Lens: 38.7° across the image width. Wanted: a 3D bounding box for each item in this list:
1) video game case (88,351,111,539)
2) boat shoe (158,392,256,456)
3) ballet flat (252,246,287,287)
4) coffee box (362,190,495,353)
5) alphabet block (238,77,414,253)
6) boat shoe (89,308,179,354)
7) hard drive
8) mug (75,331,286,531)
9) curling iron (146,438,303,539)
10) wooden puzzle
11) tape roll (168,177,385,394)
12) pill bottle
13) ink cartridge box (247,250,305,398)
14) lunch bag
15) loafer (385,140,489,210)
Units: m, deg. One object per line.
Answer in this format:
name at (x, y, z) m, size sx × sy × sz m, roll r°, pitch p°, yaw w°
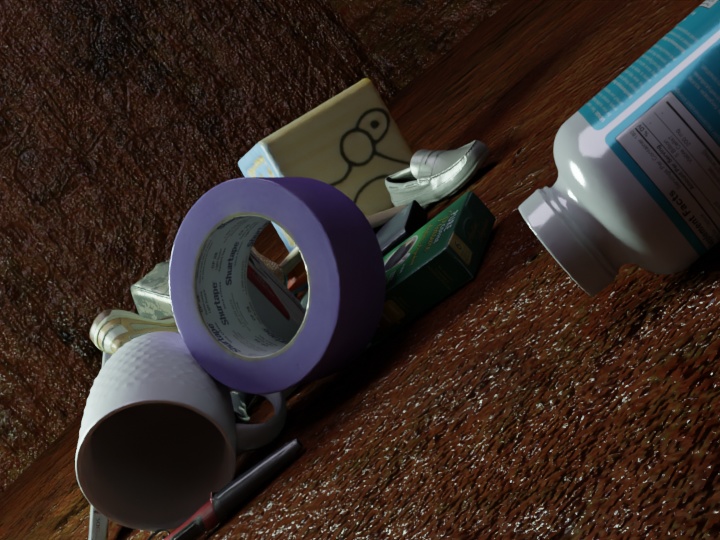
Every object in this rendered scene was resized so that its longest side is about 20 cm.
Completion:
video game case at (-0.312, 0.211, 1.251) m, size 0.200 × 0.023 × 0.184 m, roll -132°, pitch 47°, yaw -71°
boat shoe at (-0.155, 0.177, 1.154) m, size 0.062 × 0.073 × 0.200 m, roll 11°, pitch 29°, yaw 21°
ballet flat at (-0.166, -0.006, 1.362) m, size 0.199 × 0.065 × 0.071 m, roll 18°, pitch 93°, yaw 56°
coffee box at (0.041, 0.013, 1.025) m, size 0.200 × 0.044 × 0.123 m, roll -38°, pitch 12°, yaw 32°
alphabet block at (-0.045, -0.147, 1.567) m, size 0.199 × 0.196 × 0.196 m, roll -32°, pitch 8°, yaw -16°
boat shoe at (-0.239, 0.100, 1.280) m, size 0.199 × 0.076 × 0.072 m, roll 9°, pitch -71°, yaw -48°
hard drive at (0.000, 0.000, 1.305) m, size 0.200 × 0.033 × 0.140 m, roll -40°, pitch 9°, yaw 19°
mug at (-0.172, 0.142, 1.019) m, size 0.198 × 0.149 × 0.176 m, roll -2°, pitch 26°, yaw -7°
curling iron at (-0.130, 0.209, 0.922) m, size 0.200 × 0.026 × 0.050 m, roll -40°, pitch 12°, yaw 15°
wooden puzzle at (-0.044, -0.016, 1.400) m, size 0.184 × 0.037 × 0.200 m, roll -21°, pitch -11°, yaw -42°
tape roll at (-0.081, 0.012, 0.977) m, size 0.200 × 0.201 × 0.085 m, roll -38°, pitch -15°, yaw 29°
pill bottle at (0.188, -0.075, 0.585) m, size 0.200 × 0.111 × 0.111 m, roll -40°, pitch 9°, yaw 14°
ink cartridge box at (-0.127, 0.044, 1.181) m, size 0.083 × 0.147 × 0.200 m, roll -42°, pitch 21°, yaw 1°
lunch bag at (-0.209, 0.044, 1.518) m, size 0.199 × 0.140 × 0.168 m, roll 12°, pitch 43°, yaw 38°
loafer at (0.096, -0.129, 1.362) m, size 0.070 × 0.070 × 0.200 m, roll -48°, pitch 10°, yaw -34°
